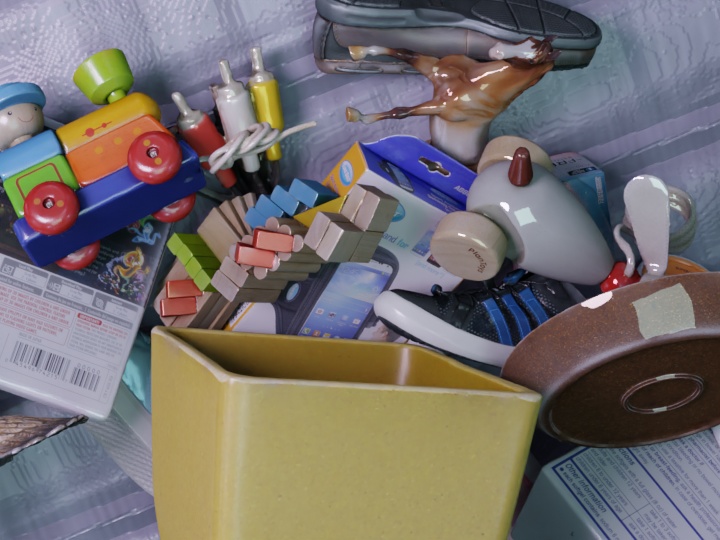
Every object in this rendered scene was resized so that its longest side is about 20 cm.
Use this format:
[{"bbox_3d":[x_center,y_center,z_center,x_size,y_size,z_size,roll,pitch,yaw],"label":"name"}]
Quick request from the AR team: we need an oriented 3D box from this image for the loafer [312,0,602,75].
[{"bbox_3d":[0.064,-0.158,0.976,0.199,0.072,0.063,7,124,-6],"label":"loafer"}]

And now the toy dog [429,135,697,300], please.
[{"bbox_3d":[0.148,-0.026,0.905,0.199,0.096,0.133,9,64,-8],"label":"toy dog"}]

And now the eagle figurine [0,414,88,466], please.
[{"bbox_3d":[-0.282,0.124,0.903,0.151,0.152,0.200,40,111,21],"label":"eagle figurine"}]

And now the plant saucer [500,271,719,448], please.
[{"bbox_3d":[0.190,0.067,0.903,0.199,0.035,0.201,-8,149,-5],"label":"plant saucer"}]

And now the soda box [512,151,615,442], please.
[{"bbox_3d":[0.152,0.020,1.034,0.063,0.068,0.201,-14,109,-6],"label":"soda box"}]

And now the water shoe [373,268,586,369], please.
[{"bbox_3d":[0.105,0.029,0.968,0.199,0.071,0.079,16,89,-18],"label":"water shoe"}]

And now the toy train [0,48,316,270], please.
[{"bbox_3d":[-0.142,-0.095,0.908,0.199,0.085,0.116,-27,74,-8],"label":"toy train"}]

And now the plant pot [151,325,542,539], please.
[{"bbox_3d":[-0.027,0.151,0.868,0.193,0.195,0.201,5,95,-21],"label":"plant pot"}]

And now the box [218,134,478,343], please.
[{"bbox_3d":[0.000,0.000,0.973,0.119,0.042,0.200,26,119,-30],"label":"box"}]

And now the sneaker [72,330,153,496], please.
[{"bbox_3d":[-0.170,0.066,0.996,0.200,0.074,0.082,54,49,-10],"label":"sneaker"}]

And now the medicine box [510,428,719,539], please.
[{"bbox_3d":[0.245,0.191,1.007,0.199,0.182,0.103,-24,151,-27],"label":"medicine box"}]

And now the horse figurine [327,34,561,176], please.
[{"bbox_3d":[0.050,-0.092,0.966,0.132,0.050,0.200,-4,142,-12],"label":"horse figurine"}]

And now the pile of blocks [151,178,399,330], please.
[{"bbox_3d":[-0.072,-0.018,0.914,0.199,0.062,0.082,-26,74,31],"label":"pile of blocks"}]

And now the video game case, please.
[{"bbox_3d":[-0.232,-0.017,0.926,0.199,0.023,0.183,22,70,-16],"label":"video game case"}]

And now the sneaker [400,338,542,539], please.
[{"bbox_3d":[0.065,0.139,1.044,0.105,0.075,0.200,-38,119,-2],"label":"sneaker"}]

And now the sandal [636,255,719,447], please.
[{"bbox_3d":[0.271,0.059,1.012,0.079,0.207,0.059,-10,145,-20],"label":"sandal"}]

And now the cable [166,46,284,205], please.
[{"bbox_3d":[-0.071,-0.048,0.976,0.097,0.050,0.201,-32,108,-18],"label":"cable"}]
